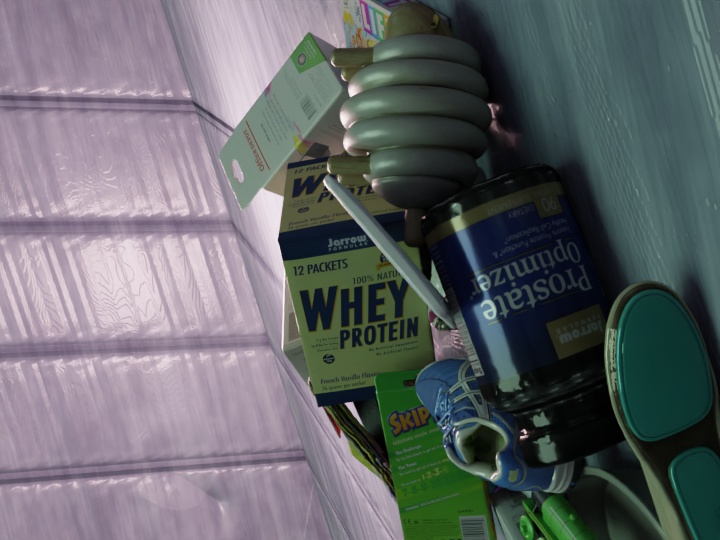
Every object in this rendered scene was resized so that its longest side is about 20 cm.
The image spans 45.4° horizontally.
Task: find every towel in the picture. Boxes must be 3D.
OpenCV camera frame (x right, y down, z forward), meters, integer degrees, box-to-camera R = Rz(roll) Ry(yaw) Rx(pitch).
[{"bbox_3d":[0.005,0.208,0.986,0.144,0.023,0.201,45,167,37],"label":"towel"}]

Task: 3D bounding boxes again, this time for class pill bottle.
[{"bbox_3d":[0.127,0.035,0.634,0.112,0.111,0.202,133,118,-75],"label":"pill bottle"}]

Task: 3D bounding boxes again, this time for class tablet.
[{"bbox_3d":[0.032,-0.009,0.688,0.130,0.014,0.200,50,-178,11],"label":"tablet"}]

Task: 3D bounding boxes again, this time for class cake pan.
[{"bbox_3d":[0.226,0.242,0.664,0.200,0.036,0.202,162,90,-76],"label":"cake pan"}]

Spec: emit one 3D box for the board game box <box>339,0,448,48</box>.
[{"bbox_3d":[0.035,-0.204,0.854,0.200,0.034,0.136,-127,24,-54],"label":"board game box"}]

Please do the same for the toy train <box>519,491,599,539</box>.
[{"bbox_3d":[0.184,0.237,0.670,0.200,0.041,0.057,-129,34,-57],"label":"toy train"}]

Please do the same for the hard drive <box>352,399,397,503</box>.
[{"bbox_3d":[0.058,0.220,1.142,0.139,0.038,0.201,15,-136,-59],"label":"hard drive"}]

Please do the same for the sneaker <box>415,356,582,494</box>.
[{"bbox_3d":[0.100,0.127,0.744,0.200,0.076,0.077,26,111,58],"label":"sneaker"}]

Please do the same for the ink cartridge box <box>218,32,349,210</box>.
[{"bbox_3d":[-0.080,-0.168,1.044,0.200,0.067,0.118,-46,51,24],"label":"ink cartridge box"}]

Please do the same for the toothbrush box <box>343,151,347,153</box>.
[{"bbox_3d":[-0.045,-0.121,1.172,0.201,0.085,0.147,-121,19,-48],"label":"toothbrush box"}]

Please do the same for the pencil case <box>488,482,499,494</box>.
[{"bbox_3d":[0.090,0.193,1.045,0.093,0.084,0.201,104,148,-43],"label":"pencil case"}]

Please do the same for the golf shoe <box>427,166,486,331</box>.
[{"bbox_3d":[0.099,-0.015,0.802,0.201,0.074,0.092,98,166,-57],"label":"golf shoe"}]

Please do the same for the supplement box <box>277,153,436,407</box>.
[{"bbox_3d":[0.000,0.000,0.931,0.201,0.133,0.202,-93,-7,-61],"label":"supplement box"}]

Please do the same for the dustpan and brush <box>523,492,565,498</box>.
[{"bbox_3d":[0.149,0.115,0.802,0.139,0.057,0.202,35,147,66],"label":"dustpan and brush"}]

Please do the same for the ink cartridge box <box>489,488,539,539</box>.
[{"bbox_3d":[0.194,0.324,0.835,0.160,0.047,0.202,-122,8,-85],"label":"ink cartridge box"}]

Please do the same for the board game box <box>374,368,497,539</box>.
[{"bbox_3d":[0.077,0.192,0.876,0.030,0.095,0.202,-50,-49,-67],"label":"board game box"}]

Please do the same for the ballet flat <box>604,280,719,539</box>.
[{"bbox_3d":[0.198,0.103,0.552,0.069,0.069,0.202,173,79,-76],"label":"ballet flat"}]

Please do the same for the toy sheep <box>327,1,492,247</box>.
[{"bbox_3d":[0.042,-0.120,0.706,0.138,0.136,0.202,179,92,-76],"label":"toy sheep"}]

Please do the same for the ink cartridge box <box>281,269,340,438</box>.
[{"bbox_3d":[-0.046,0.086,1.125,0.201,0.044,0.177,-95,-20,-51],"label":"ink cartridge box"}]
